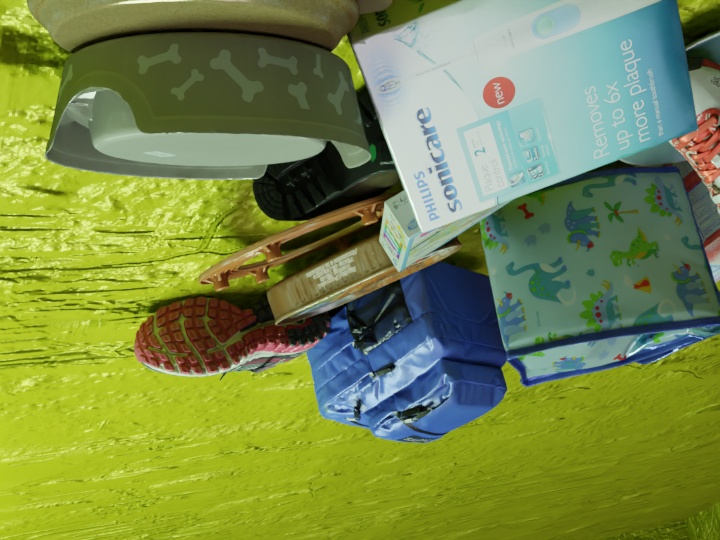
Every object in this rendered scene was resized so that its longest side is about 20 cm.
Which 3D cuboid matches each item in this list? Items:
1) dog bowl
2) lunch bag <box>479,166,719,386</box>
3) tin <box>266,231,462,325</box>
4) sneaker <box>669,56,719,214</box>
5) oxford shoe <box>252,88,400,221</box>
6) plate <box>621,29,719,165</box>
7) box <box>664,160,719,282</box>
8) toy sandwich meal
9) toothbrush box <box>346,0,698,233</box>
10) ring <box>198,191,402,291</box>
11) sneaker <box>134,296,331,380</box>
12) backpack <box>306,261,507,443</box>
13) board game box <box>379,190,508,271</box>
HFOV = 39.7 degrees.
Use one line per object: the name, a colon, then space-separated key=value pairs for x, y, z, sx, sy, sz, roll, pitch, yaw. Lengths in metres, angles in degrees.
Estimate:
dog bowl: x=-0.092 y=-0.096 z=0.615 sx=0.198 sy=0.059 sz=0.200 roll=-1 pitch=178 yaw=0
lunch bag: x=0.227 y=0.001 z=0.950 sx=0.198 sy=0.172 sz=0.127 roll=-16 pitch=156 yaw=15
tin: x=0.000 y=0.000 z=0.934 sx=0.199 sy=0.042 sz=0.112 roll=-25 pitch=177 yaw=26
sneaker: x=0.306 y=-0.099 z=0.840 sx=0.067 sy=0.109 sz=0.201 roll=-31 pitch=151 yaw=26
oxford shoe: x=0.016 y=-0.098 z=0.779 sx=0.198 sy=0.073 sz=0.084 roll=-22 pitch=170 yaw=13
plate: x=0.306 y=-0.160 z=0.874 sx=0.198 sy=0.026 sz=0.201 roll=-15 pitch=154 yaw=-7
box: x=0.335 y=-0.034 z=1.050 sx=0.094 sy=0.103 sz=0.200 roll=-1 pitch=149 yaw=-30
toy sandwich meal: x=-0.086 y=-0.163 z=0.559 sx=0.203 sy=0.071 sz=0.205 roll=-1 pitch=178 yaw=0
toothbrush box: x=0.103 y=-0.136 z=0.657 sx=0.198 sy=0.086 sz=0.147 roll=-19 pitch=123 yaw=5
ring: x=-0.042 y=-0.021 z=0.847 sx=0.199 sy=0.019 sz=0.200 roll=-21 pitch=177 yaw=-1
sneaker: x=-0.127 y=0.075 z=0.996 sx=0.198 sy=0.081 sz=0.075 roll=-3 pitch=153 yaw=-28
backpack: x=0.041 y=0.098 z=1.054 sx=0.199 sy=0.169 sz=0.162 roll=-31 pitch=145 yaw=34
board game box: x=0.108 y=-0.077 z=0.802 sx=0.199 sy=0.034 sz=0.135 roll=-32 pitch=172 yaw=-7
